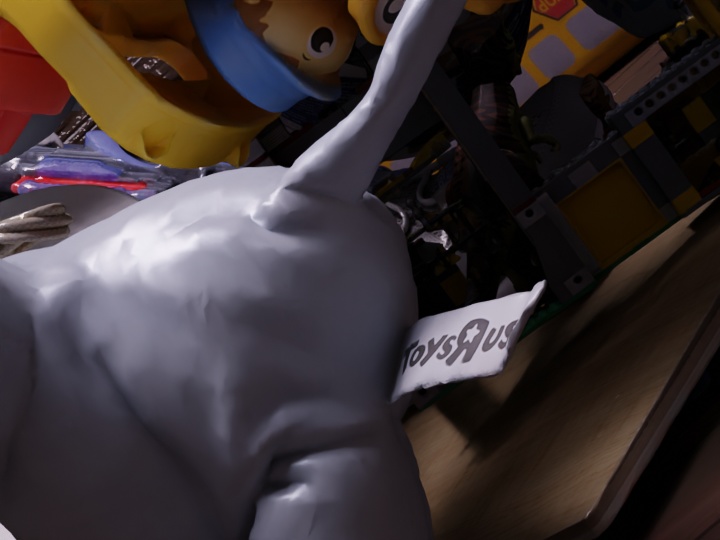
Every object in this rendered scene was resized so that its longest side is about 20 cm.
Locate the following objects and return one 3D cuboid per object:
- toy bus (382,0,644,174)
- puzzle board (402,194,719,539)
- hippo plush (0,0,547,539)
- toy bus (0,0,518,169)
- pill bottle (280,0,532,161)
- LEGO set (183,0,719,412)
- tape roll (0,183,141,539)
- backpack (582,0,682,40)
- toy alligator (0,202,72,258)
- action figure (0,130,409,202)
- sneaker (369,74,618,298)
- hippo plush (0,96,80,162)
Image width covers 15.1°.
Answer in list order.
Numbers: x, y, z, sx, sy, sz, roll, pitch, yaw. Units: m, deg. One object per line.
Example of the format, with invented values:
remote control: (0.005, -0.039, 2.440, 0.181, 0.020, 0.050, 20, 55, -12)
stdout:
toy bus: (0.060, -0.103, 1.112, 0.200, 0.078, 0.065, -39, 9, 29)
puzzle board: (0.031, 0.055, 0.726, 0.200, 0.017, 0.151, -35, 13, 46)
hippo plush: (-0.069, 0.048, 0.576, 0.161, 0.159, 0.200, -5, -19, -22)
toy bus: (-0.052, -0.090, 0.653, 0.192, 0.200, 0.136, -60, -18, 9)
pill bottle: (0.000, -0.107, 0.858, 0.111, 0.111, 0.200, -44, -9, -5)
LEGO set: (0.039, -0.054, 0.758, 0.200, 0.116, 0.154, -36, 2, 10)
tape roll: (-0.108, 0.072, 0.772, 0.202, 0.071, 0.203, -30, 35, 24)
backpack: (0.140, -0.170, 0.946, 0.200, 0.154, 0.163, -56, 16, 0)
toy alligator: (-0.158, 0.041, 0.755, 0.200, 0.054, 0.059, -22, -7, 21)
action figure: (-0.060, 0.004, 1.006, 0.200, 0.105, 0.193, 4, 1, 21)
sneaker: (0.000, 0.000, 0.895, 0.200, 0.082, 0.075, -42, 9, 10)
hippo plush: (-0.114, -0.090, 0.824, 0.159, 0.200, 0.161, -5, -13, 15)
